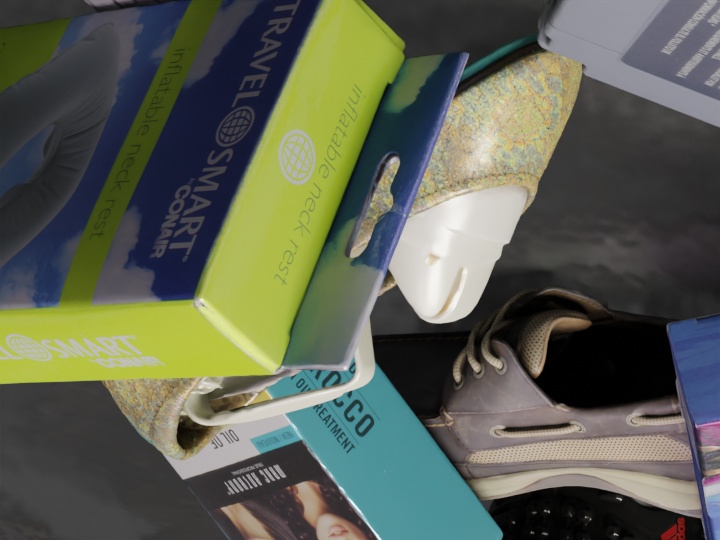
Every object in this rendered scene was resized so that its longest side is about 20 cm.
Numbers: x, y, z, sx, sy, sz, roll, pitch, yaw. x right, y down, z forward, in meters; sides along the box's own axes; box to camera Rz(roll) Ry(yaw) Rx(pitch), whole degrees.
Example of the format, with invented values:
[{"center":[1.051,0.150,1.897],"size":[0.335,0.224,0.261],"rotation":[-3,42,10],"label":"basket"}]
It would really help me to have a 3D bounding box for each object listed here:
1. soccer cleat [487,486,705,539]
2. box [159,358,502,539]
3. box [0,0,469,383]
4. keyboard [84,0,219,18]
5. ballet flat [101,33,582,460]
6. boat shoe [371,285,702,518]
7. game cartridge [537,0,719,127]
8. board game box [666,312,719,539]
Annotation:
[{"center":[0.137,0.111,1.026],"size":[0.073,0.068,0.200],"rotation":[17,161,-42],"label":"soccer cleat"},{"center":[-0.041,0.043,0.919],"size":[0.082,0.049,0.200],"rotation":[-23,108,50],"label":"box"},{"center":[-0.071,-0.025,0.797],"size":[0.200,0.122,0.048],"rotation":[-4,145,41],"label":"box"},{"center":[-0.041,-0.067,0.845],"size":[0.056,0.011,0.200],"rotation":[-10,143,39],"label":"keyboard"},{"center":[0.000,0.000,0.813],"size":[0.200,0.071,0.071],"rotation":[-32,131,21],"label":"ballet flat"},{"center":[0.071,0.039,0.931],"size":[0.200,0.075,0.073],"rotation":[2,132,21],"label":"boat shoe"},{"center":[0.123,-0.069,0.663],"size":[0.133,0.042,0.200],"rotation":[17,172,-2],"label":"game cartridge"},{"center":[0.212,0.061,0.837],"size":[0.199,0.043,0.200],"rotation":[-14,147,5],"label":"board game box"}]
